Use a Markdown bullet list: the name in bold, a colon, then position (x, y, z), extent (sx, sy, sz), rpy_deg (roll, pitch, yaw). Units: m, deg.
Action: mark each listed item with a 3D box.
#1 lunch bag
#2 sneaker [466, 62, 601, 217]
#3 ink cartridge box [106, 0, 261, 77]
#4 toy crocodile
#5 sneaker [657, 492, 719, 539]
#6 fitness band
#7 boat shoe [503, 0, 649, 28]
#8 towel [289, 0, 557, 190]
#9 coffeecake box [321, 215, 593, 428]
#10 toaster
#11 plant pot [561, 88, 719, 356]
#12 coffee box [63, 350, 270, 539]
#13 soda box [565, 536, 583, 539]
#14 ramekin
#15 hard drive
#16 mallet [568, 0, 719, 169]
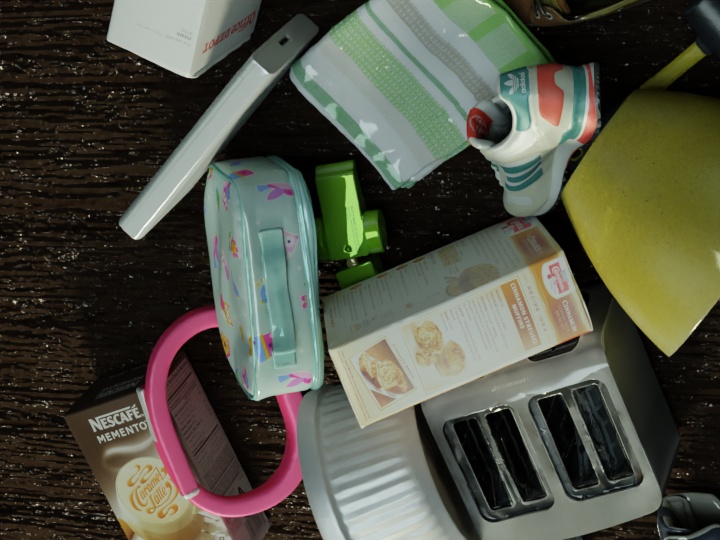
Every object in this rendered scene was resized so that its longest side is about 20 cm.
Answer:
- **lunch bag**: position (-0.078, 0.008, 1.358), extent (0.076, 0.160, 0.203), rpy_deg (-10, 103, -16)
- **sneaker**: position (0.123, -0.105, 1.250), extent (0.092, 0.071, 0.200), rpy_deg (4, 157, -8)
- **ink cartridge box**: position (-0.122, -0.275, 1.265), extent (0.082, 0.147, 0.202), rpy_deg (23, 118, 9)
- **toy crocodile**: position (0.000, 0.000, 1.399), extent (0.067, 0.062, 0.202), rpy_deg (-13, 105, 13)
- **sneaker**: position (0.267, 0.279, 1.407), extent (0.201, 0.077, 0.147), rpy_deg (-26, 114, 17)
- **fitness band**: position (-0.123, 0.131, 1.459), extent (0.142, 0.037, 0.202), rpy_deg (-24, 105, -17)
- **boat shoe**: position (0.154, -0.228, 1.237), extent (0.198, 0.068, 0.073), rpy_deg (-12, 110, 24)
- **towel**: position (0.049, -0.159, 1.286), extent (0.149, 0.031, 0.199), rpy_deg (43, 134, -16)
- **coffeecake box**: position (0.074, 0.035, 1.294), extent (0.198, 0.154, 0.074), rpy_deg (-23, 104, 2)
- **toaster**: position (0.165, 0.132, 1.362), extent (0.179, 0.119, 0.202), rpy_deg (-17, 106, 25)
- **plant pot**: position (0.240, -0.058, 1.217), extent (0.141, 0.200, 0.201), rpy_deg (37, 119, 8)
- **coffee box**: position (-0.186, 0.194, 1.531), extent (0.113, 0.080, 0.202), rpy_deg (-19, 105, 24)
- **soda box**: position (0.111, 0.285, 1.476), extent (0.198, 0.068, 0.064), rpy_deg (-23, 104, 26)
- **ramekin**: position (0.034, 0.182, 1.390), extent (0.104, 0.200, 0.202), rpy_deg (-23, 104, 16)
- **hard drive**: position (-0.119, -0.122, 1.340), extent (0.026, 0.132, 0.200), rpy_deg (41, 119, -4)
- **mallet**: position (0.228, -0.154, 1.265), extent (0.199, 0.041, 0.066), rpy_deg (-33, 101, 32)
